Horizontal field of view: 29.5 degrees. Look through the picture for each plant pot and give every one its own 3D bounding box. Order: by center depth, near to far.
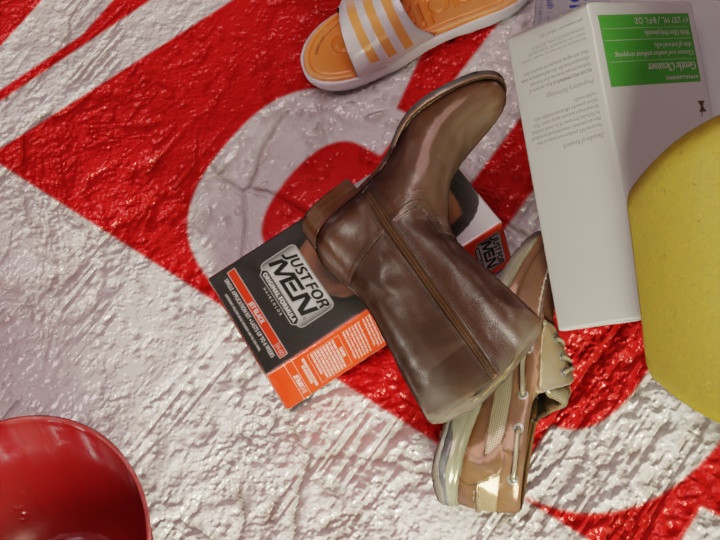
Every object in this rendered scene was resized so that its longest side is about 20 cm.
[{"bbox_3d":[0.268,-0.004,0.781,0.199,0.193,0.199,-9,89,48],"label":"plant pot"}]

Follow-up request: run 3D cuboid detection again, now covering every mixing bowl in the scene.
[{"bbox_3d":[-0.214,0.211,0.907,0.197,0.109,0.203,-7,59,12],"label":"mixing bowl"}]

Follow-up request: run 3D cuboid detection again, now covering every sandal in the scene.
[{"bbox_3d":[0.040,-0.219,1.112,0.204,0.059,0.080,-24,58,1],"label":"sandal"}]

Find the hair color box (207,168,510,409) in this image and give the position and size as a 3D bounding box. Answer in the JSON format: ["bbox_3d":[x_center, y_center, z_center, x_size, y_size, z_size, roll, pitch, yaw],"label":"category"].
[{"bbox_3d":[0.000,0.000,0.998,0.199,0.061,0.102,-33,57,-6],"label":"hair color box"}]

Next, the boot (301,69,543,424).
[{"bbox_3d":[0.073,-0.017,0.906,0.186,0.064,0.200,-43,51,5],"label":"boot"}]

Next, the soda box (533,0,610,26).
[{"bbox_3d":[0.177,-0.227,1.078,0.067,0.064,0.202,-1,61,16],"label":"soda box"}]

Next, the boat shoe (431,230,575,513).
[{"bbox_3d":[0.111,0.071,0.926,0.071,0.076,0.202,16,75,18],"label":"boat shoe"}]

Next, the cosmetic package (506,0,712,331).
[{"bbox_3d":[0.175,-0.068,0.906,0.107,0.084,0.203,-10,87,-37],"label":"cosmetic package"}]

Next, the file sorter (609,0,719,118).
[{"bbox_3d":[0.294,-0.156,0.952,0.139,0.124,0.200,-52,56,20],"label":"file sorter"}]
